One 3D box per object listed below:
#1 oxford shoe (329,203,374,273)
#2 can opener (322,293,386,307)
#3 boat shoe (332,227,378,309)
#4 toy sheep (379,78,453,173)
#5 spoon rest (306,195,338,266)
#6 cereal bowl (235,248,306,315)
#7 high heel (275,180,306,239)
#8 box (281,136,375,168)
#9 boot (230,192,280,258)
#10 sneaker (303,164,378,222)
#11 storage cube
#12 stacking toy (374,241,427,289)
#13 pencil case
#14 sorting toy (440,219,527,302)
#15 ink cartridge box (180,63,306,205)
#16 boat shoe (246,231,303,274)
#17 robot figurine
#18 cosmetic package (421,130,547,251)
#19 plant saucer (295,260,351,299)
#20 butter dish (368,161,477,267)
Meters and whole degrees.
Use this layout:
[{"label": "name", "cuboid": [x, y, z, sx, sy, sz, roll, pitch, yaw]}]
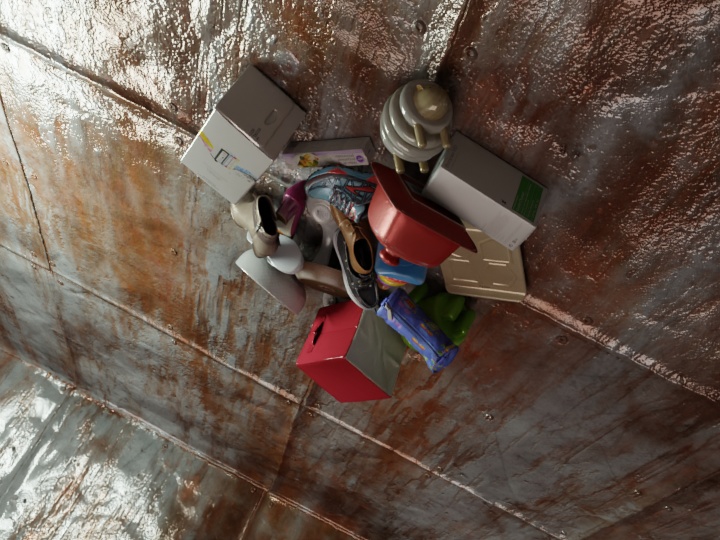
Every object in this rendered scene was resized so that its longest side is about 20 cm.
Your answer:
[{"label": "oxford shoe", "cuboid": [-0.011, -0.091, 1.444, 0.071, 0.070, 0.204, -154, 43, -81]}, {"label": "can opener", "cuboid": [-0.005, 0.080, 1.731, 0.195, 0.066, 0.054, 7, 97, 27]}, {"label": "boat shoe", "cuboid": [0.000, 0.000, 1.533, 0.066, 0.069, 0.204, 23, 134, 62]}, {"label": "toy sheep", "cuboid": [0.092, -0.244, 1.188, 0.137, 0.140, 0.200, 35, 150, -10]}, {"label": "spoon rest", "cuboid": [-0.078, -0.104, 1.554, 0.097, 0.061, 0.203, 18, 130, 12]}, {"label": "cereal bowl", "cuboid": [-0.206, 0.014, 1.719, 0.199, 0.084, 0.200, 39, 176, 4]}, {"label": "high heel", "cuboid": [-0.155, -0.134, 1.579, 0.067, 0.097, 0.200, 35, 165, 6]}, {"label": "box", "cuboid": [-0.065, -0.231, 1.388, 0.196, 0.042, 0.039, 2, 139, 31]}, {"label": "boot", "cuboid": [-0.225, -0.124, 1.528, 0.204, 0.069, 0.146, 66, 155, 13]}, {"label": "sneaker", "cuboid": [-0.016, -0.144, 1.371, 0.194, 0.098, 0.080, 5, 150, 0]}, {"label": "storage cube", "cuboid": [-0.013, 0.192, 1.672, 0.178, 0.174, 0.200, -15, 131, 45]}, {"label": "stacking toy", "cuboid": [0.073, -0.002, 1.541, 0.113, 0.112, 0.201, 14, 157, -6]}, {"label": "pencil case", "cuboid": [0.119, 0.126, 1.499, 0.200, 0.086, 0.079, 45, 110, 18]}, {"label": "sorting toy", "cuboid": [0.245, -0.027, 1.440, 0.181, 0.037, 0.203, 7, 135, 27]}, {"label": "ink cartridge box", "cuboid": [-0.229, -0.261, 1.369, 0.144, 0.149, 0.199, 38, 143, -15]}, {"label": "boat shoe", "cuboid": [-0.186, -0.039, 1.610, 0.198, 0.072, 0.068, 31, 165, 41]}, {"label": "robot figurine", "cuboid": [0.167, 0.119, 1.597, 0.176, 0.117, 0.198, 47, 142, -16]}, {"label": "cosmetic package", "cuboid": [0.220, -0.140, 1.249, 0.197, 0.109, 0.085, 31, 143, -6]}, {"label": "plant saucer", "cuboid": [-0.075, 0.027, 1.646, 0.196, 0.038, 0.201, 18, 170, 3]}, {"label": "butter dish", "cuboid": [0.086, -0.075, 1.290, 0.197, 0.201, 0.149, 24, 114, -26]}]
